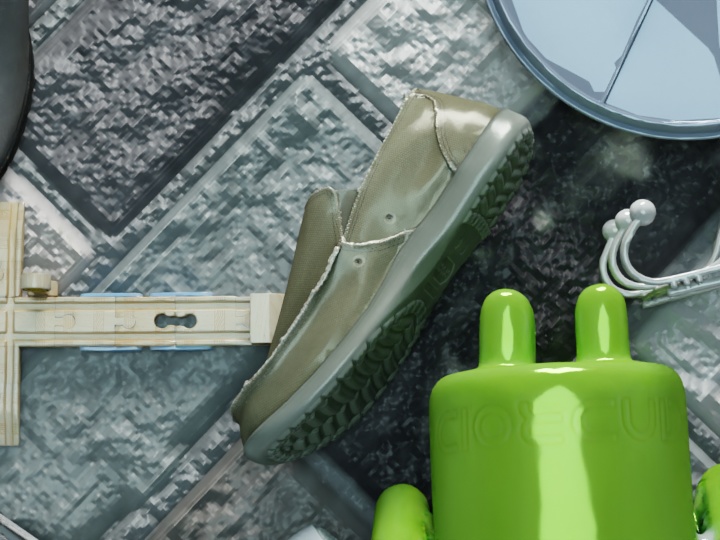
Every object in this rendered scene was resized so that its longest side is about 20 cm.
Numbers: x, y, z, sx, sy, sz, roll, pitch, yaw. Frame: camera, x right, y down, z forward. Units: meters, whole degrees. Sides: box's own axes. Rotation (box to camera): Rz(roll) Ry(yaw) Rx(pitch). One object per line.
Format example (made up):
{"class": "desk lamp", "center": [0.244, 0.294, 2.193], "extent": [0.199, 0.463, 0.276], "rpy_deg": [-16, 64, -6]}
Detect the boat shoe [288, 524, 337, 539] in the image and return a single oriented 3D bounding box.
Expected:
{"class": "boat shoe", "center": [0.015, 0.209, 1.047], "extent": [0.062, 0.072, 0.201], "rpy_deg": [-34, 84, 3]}

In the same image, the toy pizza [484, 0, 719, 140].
{"class": "toy pizza", "center": [0.151, -0.159, 1.110], "extent": [0.198, 0.032, 0.202], "rpy_deg": [0, 83, 1]}

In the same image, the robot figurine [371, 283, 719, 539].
{"class": "robot figurine", "center": [0.089, 0.110, 1.033], "extent": [0.174, 0.116, 0.202], "rpy_deg": [-4, 82, 4]}

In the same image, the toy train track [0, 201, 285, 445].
{"class": "toy train track", "center": [-0.129, 0.023, 1.094], "extent": [0.198, 0.033, 0.116], "rpy_deg": [0, 82, 1]}

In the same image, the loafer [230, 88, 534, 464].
{"class": "loafer", "center": [0.000, 0.000, 1.081], "extent": [0.069, 0.075, 0.200], "rpy_deg": [34, 80, 18]}

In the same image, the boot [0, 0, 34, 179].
{"class": "boot", "center": [-0.186, -0.141, 1.068], "extent": [0.069, 0.132, 0.202], "rpy_deg": [5, 83, 2]}

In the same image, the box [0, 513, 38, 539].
{"class": "box", "center": [-0.165, 0.230, 1.062], "extent": [0.198, 0.050, 0.201], "rpy_deg": [34, 86, 7]}

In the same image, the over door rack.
{"class": "over door rack", "center": [0.207, -0.022, 1.033], "extent": [0.198, 0.148, 0.067], "rpy_deg": [-3, 88, 2]}
